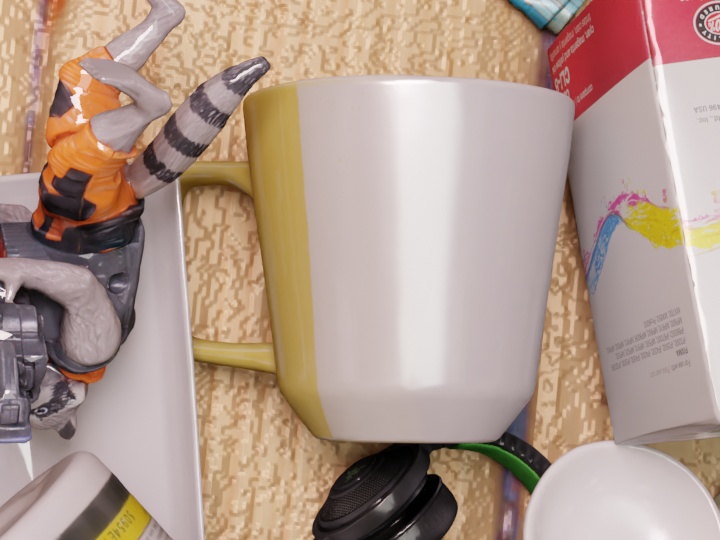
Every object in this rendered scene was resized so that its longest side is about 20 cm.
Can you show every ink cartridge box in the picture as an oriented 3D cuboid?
[{"bbox_3d":[0.184,-0.029,0.868,0.145,0.145,0.200,-7,82,-12],"label":"ink cartridge box"}]

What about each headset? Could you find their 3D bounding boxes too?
[{"bbox_3d":[0.009,0.145,0.912,0.200,0.094,0.124,-12,88,-28],"label":"headset"}]

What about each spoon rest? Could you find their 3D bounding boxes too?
[{"bbox_3d":[0.114,0.175,0.881,0.099,0.061,0.200,13,73,-7],"label":"spoon rest"}]

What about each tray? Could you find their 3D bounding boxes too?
[{"bbox_3d":[-0.123,0.053,0.883,0.107,0.022,0.200,-4,89,14],"label":"tray"}]

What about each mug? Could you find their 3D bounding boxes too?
[{"bbox_3d":[0.010,0.000,0.879,0.149,0.186,0.153,3,86,-38],"label":"mug"}]

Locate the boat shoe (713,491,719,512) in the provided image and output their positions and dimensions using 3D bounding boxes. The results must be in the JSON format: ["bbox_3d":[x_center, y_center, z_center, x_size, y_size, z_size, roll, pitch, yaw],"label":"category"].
[{"bbox_3d":[0.167,0.171,0.930,0.072,0.076,0.200,37,82,-11],"label":"boat shoe"}]

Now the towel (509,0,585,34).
[{"bbox_3d":[0.071,-0.233,0.952,0.200,0.022,0.147,43,79,-8],"label":"towel"}]

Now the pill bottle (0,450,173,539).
[{"bbox_3d":[-0.089,0.183,0.802,0.114,0.114,0.200,-43,97,-11],"label":"pill bottle"}]

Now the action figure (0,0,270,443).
[{"bbox_3d":[-0.112,-0.006,0.796,0.104,0.200,0.194,10,120,-22],"label":"action figure"}]
